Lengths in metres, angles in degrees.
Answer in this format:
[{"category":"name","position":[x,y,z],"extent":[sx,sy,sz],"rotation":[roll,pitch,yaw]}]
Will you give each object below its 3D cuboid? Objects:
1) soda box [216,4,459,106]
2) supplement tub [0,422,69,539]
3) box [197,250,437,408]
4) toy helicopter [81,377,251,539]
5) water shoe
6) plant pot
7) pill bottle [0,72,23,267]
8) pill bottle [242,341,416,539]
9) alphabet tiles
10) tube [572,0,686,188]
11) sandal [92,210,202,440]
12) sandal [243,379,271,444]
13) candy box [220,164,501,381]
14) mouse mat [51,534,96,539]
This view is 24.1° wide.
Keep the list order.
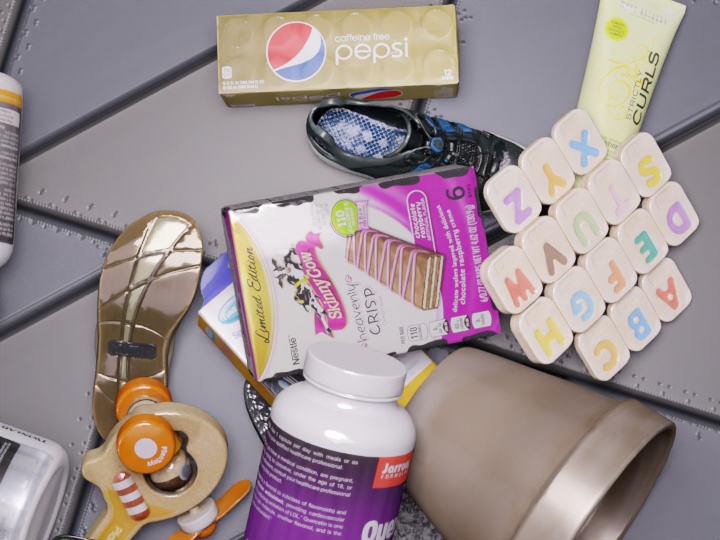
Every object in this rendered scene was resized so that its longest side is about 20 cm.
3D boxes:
[{"category":"soda box","position":[-0.018,-0.178,1.398],"extent":[0.199,0.064,0.068],"rotation":[-2,85,1]},{"category":"supplement tub","position":[-0.345,0.167,1.351],"extent":[0.199,0.123,0.123],"rotation":[19,86,3]},{"category":"box","position":[-0.040,0.057,1.372],"extent":[0.119,0.042,0.200],"rotation":[-40,78,-17]},{"category":"toy helicopter","position":[-0.178,0.196,1.370],"extent":[0.132,0.079,0.200],"rotation":[33,104,-21]},{"category":"water shoe","position":[0.050,-0.093,1.380],"extent":[0.199,0.079,0.072],"rotation":[12,86,3]},{"category":"plant pot","position":[0.121,0.156,1.317],"extent":[0.173,0.200,0.201],"rotation":[34,87,21]},{"category":"pill bottle","position":[-0.338,-0.061,1.374],"extent":[0.116,0.116,0.201],"rotation":[3,85,2]},{"category":"pill bottle","position":[-0.023,0.161,1.266],"extent":[0.112,0.112,0.201],"rotation":[13,103,3]},{"category":"alphabet tiles","position":[0.186,-0.020,1.349],"extent":[0.200,0.015,0.196],"rotation":[-39,108,-23]},{"category":"tube","position":[0.209,-0.140,1.395],"extent":[0.052,0.058,0.201],"rotation":[12,81,36]},{"category":"sandal","position":[-0.180,0.046,1.394],"extent":[0.080,0.054,0.201],"rotation":[10,100,-3]},{"category":"sandal","position":[-0.040,0.170,1.382],"extent":[0.075,0.048,0.202],"rotation":[-17,71,-4]},{"category":"candy box","position":[0.000,0.000,1.320],"extent":[0.199,0.061,0.137],"rotation":[-11,96,-9]},{"category":"mouse mat","position":[-0.191,0.320,1.362],"extent":[0.160,0.008,0.201],"rotation":[12,99,-2]}]
